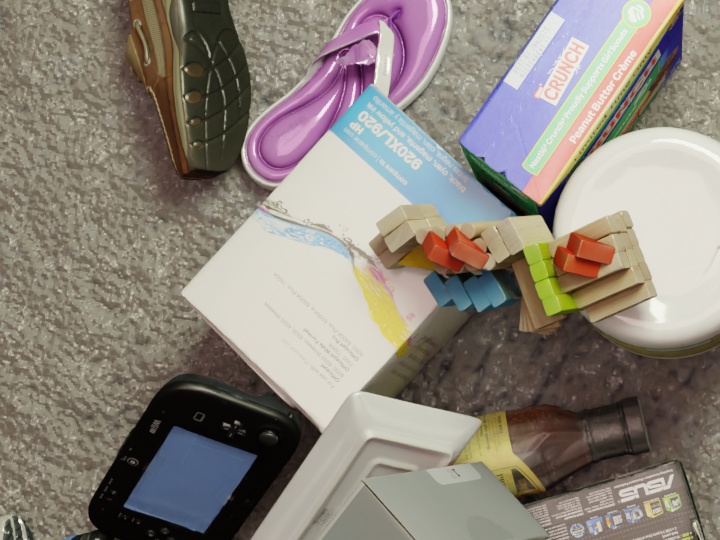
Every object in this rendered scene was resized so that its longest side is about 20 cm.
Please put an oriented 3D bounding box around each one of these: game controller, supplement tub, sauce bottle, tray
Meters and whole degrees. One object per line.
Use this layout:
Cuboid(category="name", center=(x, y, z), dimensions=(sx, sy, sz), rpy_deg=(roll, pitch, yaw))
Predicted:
Cuboid(category="game controller", center=(-0.118, 0.141, 1.575), dimensions=(0.104, 0.200, 0.042), rpy_deg=(14, 49, -19))
Cuboid(category="supplement tub", center=(0.208, -0.014, 1.536), dimensions=(0.144, 0.200, 0.145), rpy_deg=(-1, 84, 9))
Cuboid(category="sauce bottle", center=(0.105, 0.131, 1.604), dimensions=(0.200, 0.066, 0.066), rpy_deg=(-14, 82, 9))
Cuboid(category="tray", center=(-0.005, 0.167, 1.559), dimensions=(0.107, 0.022, 0.200), rpy_deg=(15, 125, -27))

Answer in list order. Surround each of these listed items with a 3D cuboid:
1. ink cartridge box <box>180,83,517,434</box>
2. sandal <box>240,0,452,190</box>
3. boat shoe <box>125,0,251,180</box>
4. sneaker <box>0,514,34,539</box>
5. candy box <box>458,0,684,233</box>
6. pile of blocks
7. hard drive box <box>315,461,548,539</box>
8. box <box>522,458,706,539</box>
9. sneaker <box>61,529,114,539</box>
Cuboid(category="ink cartridge box", center=(0.000, 0.000, 1.593), dimensions=(0.145, 0.147, 0.200), rpy_deg=(43, 90, 11))
Cuboid(category="sandal", center=(-0.007, -0.137, 1.658), dimensions=(0.082, 0.050, 0.203), rpy_deg=(41, 92, 10))
Cuboid(category="boat shoe", center=(-0.134, -0.164, 1.676), dimensions=(0.074, 0.076, 0.200), rpy_deg=(-15, 76, 40))
Cuboid(category="sneaker", center=(-0.284, 0.275, 1.642), dimensions=(0.080, 0.078, 0.200), rpy_deg=(9, 85, 18))
Cuboid(category="candy box", center=(0.149, -0.120, 1.558), dimensions=(0.077, 0.200, 0.169), rpy_deg=(36, 90, 11))
Cuboid(category="pile of blocks", center=(0.086, 0.000, 1.440), dimensions=(0.200, 0.062, 0.082), rpy_deg=(4, 95, 32))
Cuboid(category="hard drive box", center=(0.012, 0.231, 1.525), dimensions=(0.077, 0.156, 0.200), rpy_deg=(47, 113, 24))
Cuboid(category="box", center=(0.160, 0.252, 1.592), dimensions=(0.200, 0.048, 0.193), rpy_deg=(-18, 83, 6))
Cuboid(category="sneaker", center=(-0.160, 0.274, 1.623), dimensions=(0.083, 0.071, 0.200), rpy_deg=(-36, 77, 9))
